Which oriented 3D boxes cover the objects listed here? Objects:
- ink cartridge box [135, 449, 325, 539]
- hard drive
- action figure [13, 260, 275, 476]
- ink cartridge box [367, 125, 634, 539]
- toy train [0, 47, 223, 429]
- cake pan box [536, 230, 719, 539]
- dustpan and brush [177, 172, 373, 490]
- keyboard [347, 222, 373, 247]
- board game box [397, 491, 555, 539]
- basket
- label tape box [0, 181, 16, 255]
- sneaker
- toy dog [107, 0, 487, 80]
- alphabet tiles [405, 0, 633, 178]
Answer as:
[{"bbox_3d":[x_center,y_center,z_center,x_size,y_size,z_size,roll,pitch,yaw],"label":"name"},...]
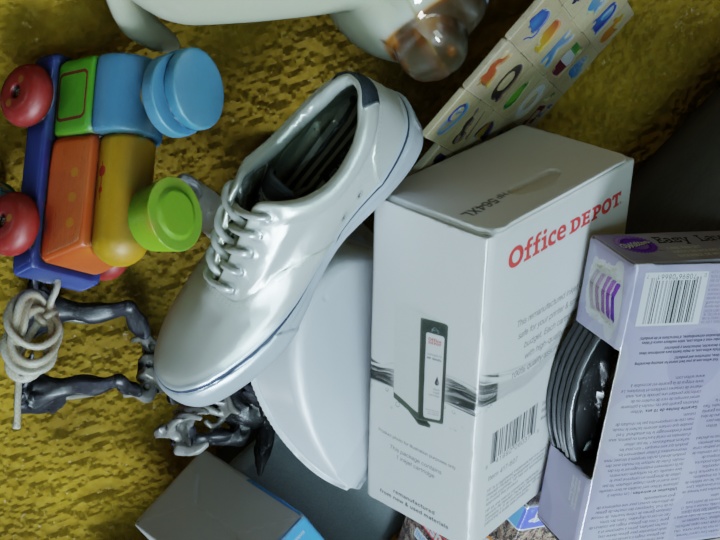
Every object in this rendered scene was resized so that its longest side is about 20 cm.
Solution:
[{"bbox_3d":[-0.043,0.216,0.870,0.068,0.115,0.201,-47,128,-17],"label":"ink cartridge box"},{"bbox_3d":[-0.016,0.136,0.935,0.200,0.033,0.140,-42,122,7],"label":"hard drive"},{"bbox_3d":[-0.104,0.057,0.817,0.198,0.102,0.120,7,74,-15],"label":"action figure"},{"bbox_3d":[0.080,0.033,0.792,0.145,0.084,0.202,-27,128,-43],"label":"ink cartridge box"},{"bbox_3d":[-0.131,-0.018,0.713,0.084,0.115,0.203,17,72,-50],"label":"toy train"},{"bbox_3d":[0.204,0.070,0.795,0.198,0.052,0.186,-4,112,-24],"label":"cake pan box"},{"bbox_3d":[-0.036,0.016,0.794,0.140,0.057,0.200,-56,130,-23],"label":"dustpan and brush"},{"bbox_3d":[0.000,0.000,0.858,0.011,0.057,0.200,-14,133,40],"label":"keyboard"},{"bbox_3d":[0.113,0.201,0.946,0.158,0.097,0.202,-3,123,-36],"label":"board game box"},{"bbox_3d":[0.254,-0.043,0.872,0.179,0.136,0.201,31,101,-25],"label":"basket"},{"bbox_3d":[-0.289,0.026,0.738,0.143,0.063,0.202,21,92,-26],"label":"label tape box"},{"bbox_3d":[-0.051,-0.021,0.705,0.201,0.073,0.071,-54,146,2],"label":"sneaker"},{"bbox_3d":[-0.021,-0.170,0.701,0.198,0.140,0.195,14,121,-25],"label":"toy dog"},{"bbox_3d":[0.101,-0.118,0.786,0.200,0.006,0.166,-49,164,11],"label":"alphabet tiles"}]
